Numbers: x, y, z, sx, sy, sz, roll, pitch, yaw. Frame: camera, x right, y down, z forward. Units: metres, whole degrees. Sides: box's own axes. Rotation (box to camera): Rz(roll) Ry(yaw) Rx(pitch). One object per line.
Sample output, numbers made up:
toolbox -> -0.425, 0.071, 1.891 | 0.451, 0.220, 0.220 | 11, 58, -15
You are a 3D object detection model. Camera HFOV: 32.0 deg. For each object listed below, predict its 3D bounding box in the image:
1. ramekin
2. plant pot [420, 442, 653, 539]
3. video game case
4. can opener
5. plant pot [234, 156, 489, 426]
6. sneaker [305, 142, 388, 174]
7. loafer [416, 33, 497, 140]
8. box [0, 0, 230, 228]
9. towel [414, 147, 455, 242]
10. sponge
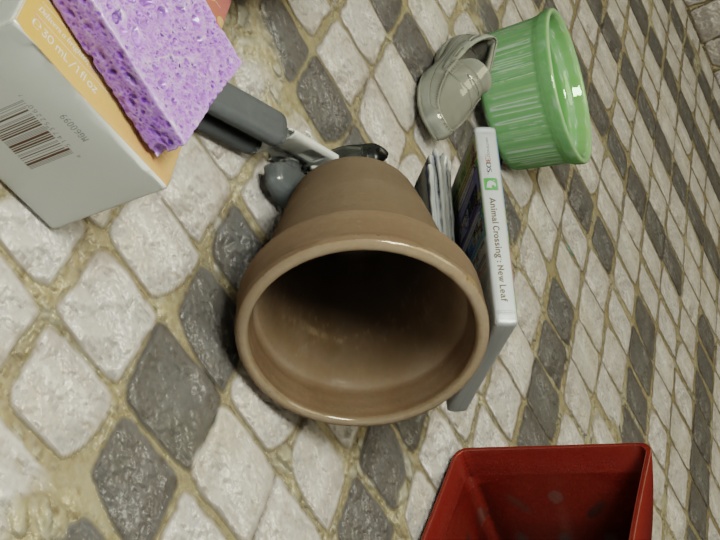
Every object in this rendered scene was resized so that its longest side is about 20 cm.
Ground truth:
ramekin -> 0.220, -0.223, 1.594 | 0.200, 0.098, 0.200 | -11, 90, -69
plant pot -> 0.182, 0.296, 1.195 | 0.200, 0.200, 0.176 | -59, 137, -53
video game case -> 0.097, 0.004, 1.097 | 0.200, 0.022, 0.182 | 105, -17, -63
can opener -> -0.087, -0.109, 1.060 | 0.200, 0.053, 0.067 | 30, 51, -51
plant pot -> 0.000, 0.000, 1.035 | 0.200, 0.200, 0.175 | 52, 22, -34
sneaker -> 0.017, -0.028, 1.161 | 0.066, 0.090, 0.200 | -29, 101, -63
loafer -> 0.115, -0.220, 1.457 | 0.070, 0.070, 0.200 | 56, 33, -29
box -> -0.190, -0.159, 0.847 | 0.152, 0.106, 0.200 | 49, 37, -37
towel -> 0.062, -0.007, 1.182 | 0.200, 0.024, 0.147 | 108, -19, -68
sponge -> -0.150, -0.183, 0.787 | 0.200, 0.030, 0.112 | 59, 32, -25
